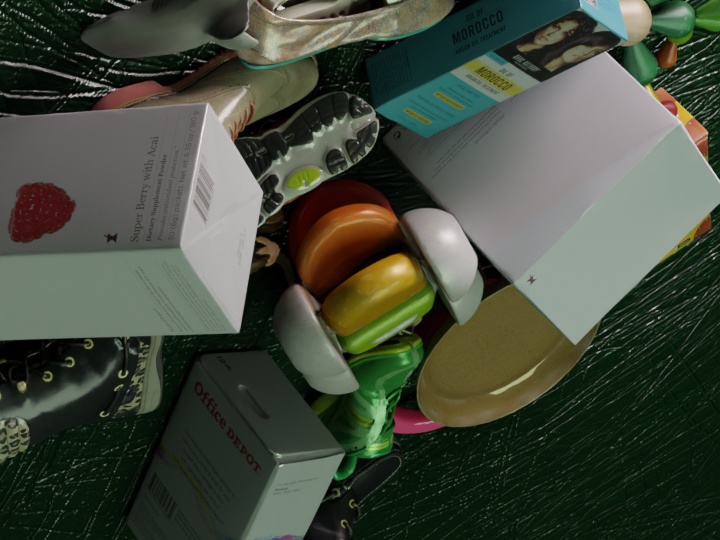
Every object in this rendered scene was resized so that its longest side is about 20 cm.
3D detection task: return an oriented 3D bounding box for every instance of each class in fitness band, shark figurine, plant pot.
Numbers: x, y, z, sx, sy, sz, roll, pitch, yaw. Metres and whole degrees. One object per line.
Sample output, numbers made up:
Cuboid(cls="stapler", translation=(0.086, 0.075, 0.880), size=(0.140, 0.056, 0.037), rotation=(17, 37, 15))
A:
Cuboid(cls="fitness band", translation=(0.087, 0.084, 1.995), size=(0.143, 0.038, 0.200), rotation=(10, 132, -41))
Cuboid(cls="shark figurine", translation=(-0.089, -0.210, 1.473), size=(0.127, 0.090, 0.215), rotation=(23, 117, -29))
Cuboid(cls="plant pot", translation=(0.134, 0.066, 1.942), size=(0.198, 0.028, 0.201), rotation=(-21, 144, -17))

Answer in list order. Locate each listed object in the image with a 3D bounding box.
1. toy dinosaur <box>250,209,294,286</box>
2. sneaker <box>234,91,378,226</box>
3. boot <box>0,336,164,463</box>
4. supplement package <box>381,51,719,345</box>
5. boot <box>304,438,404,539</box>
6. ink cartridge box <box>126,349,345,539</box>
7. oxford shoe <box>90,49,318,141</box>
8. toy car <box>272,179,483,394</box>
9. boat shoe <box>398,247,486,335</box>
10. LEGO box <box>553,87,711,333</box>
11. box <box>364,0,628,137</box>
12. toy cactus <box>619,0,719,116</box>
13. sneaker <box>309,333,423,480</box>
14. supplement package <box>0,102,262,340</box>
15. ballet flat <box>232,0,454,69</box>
Cuboid(cls="toy dinosaur", translation=(-0.099, -0.015, 1.742), size=(0.199, 0.061, 0.106), rotation=(-5, 163, -46))
Cuboid(cls="sneaker", translation=(-0.076, -0.077, 1.669), size=(0.198, 0.078, 0.085), rotation=(-22, -178, -6))
Cuboid(cls="boot", translation=(-0.236, 0.062, 1.661), size=(0.153, 0.074, 0.205), rotation=(-22, 139, -22))
Cuboid(cls="supplement package", translation=(0.166, -0.088, 1.779), size=(0.191, 0.200, 0.147), rotation=(-43, 145, 4))
Cuboid(cls="boot", translation=(-0.013, 0.266, 2.010), size=(0.203, 0.154, 0.074), rotation=(-34, 145, -10))
Cuboid(cls="ink cartridge box", translation=(-0.113, 0.191, 1.853), size=(0.084, 0.145, 0.201), rotation=(-5, 132, -41))
Cuboid(cls="oxford shoe", translation=(-0.108, -0.114, 1.592), size=(0.199, 0.075, 0.071), rotation=(-24, 141, -25))
Cuboid(cls="toy car", translation=(0.000, 0.000, 1.745), size=(0.174, 0.151, 0.200), rotation=(-32, 165, -1))
Cuboid(cls="boat shoe", translation=(0.027, 0.020, 1.870), size=(0.199, 0.072, 0.076), rotation=(-24, 142, -24))
Cuboid(cls="LEGO box", translation=(0.233, -0.055, 1.986), size=(0.199, 0.077, 0.150), rotation=(-33, 145, -13))
Cuboid(cls="box", translation=(0.108, -0.177, 1.680), size=(0.199, 0.050, 0.082), rotation=(-24, 153, 29))
Cuboid(cls="toy cactus", translation=(0.265, -0.213, 1.848), size=(0.164, 0.103, 0.201), rotation=(-3, 138, -32))
Cuboid(cls="sneaker", translation=(0.013, 0.125, 1.926), size=(0.074, 0.084, 0.200), rotation=(-18, 157, -37))
Cuboid(cls="supplement package", translation=(-0.187, -0.032, 1.478), size=(0.198, 0.122, 0.120), rotation=(-3, 150, 18))
Cuboid(cls="ballet flat", translation=(-0.008, -0.207, 1.601), size=(0.199, 0.068, 0.068), rotation=(-21, 134, -30))
